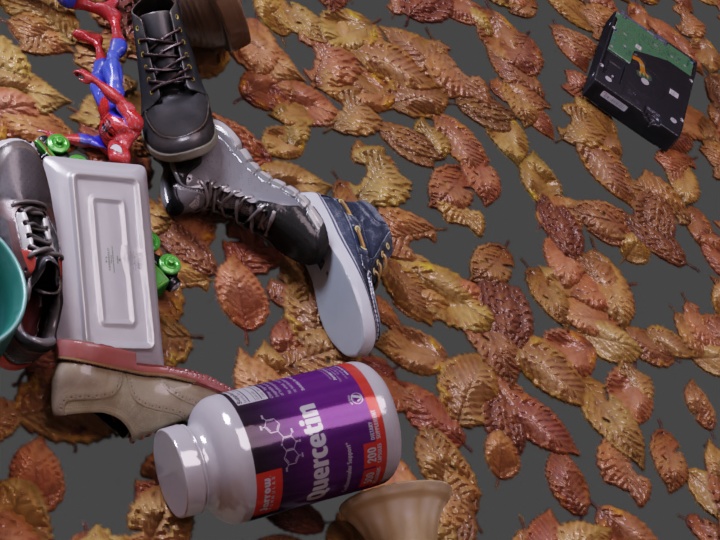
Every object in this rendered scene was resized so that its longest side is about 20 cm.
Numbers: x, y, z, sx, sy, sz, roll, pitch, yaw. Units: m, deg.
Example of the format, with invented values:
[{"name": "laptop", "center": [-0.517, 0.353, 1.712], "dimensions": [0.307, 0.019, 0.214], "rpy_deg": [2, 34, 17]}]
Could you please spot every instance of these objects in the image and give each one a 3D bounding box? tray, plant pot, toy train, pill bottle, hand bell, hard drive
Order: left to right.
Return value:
[{"name": "toy train", "center": [-0.248, -0.048, 1.637], "dimensions": [0.200, 0.042, 0.056], "rpy_deg": [46, 50, 9]}, {"name": "tray", "center": [-0.227, -0.006, 1.567], "dimensions": [0.107, 0.022, 0.201], "rpy_deg": [4, 73, -38]}, {"name": "plant pot", "center": [-0.201, -0.313, 1.853], "dimensions": [0.092, 0.201, 0.201], "rpy_deg": [-27, 65, -6]}, {"name": "pill bottle", "center": [-0.072, 0.152, 1.502], "dimensions": [0.199, 0.113, 0.113], "rpy_deg": [-13, 59, -25]}, {"name": "hand bell", "center": [0.049, 0.294, 1.520], "dimensions": [0.104, 0.104, 0.201], "rpy_deg": [5, 62, -34]}, {"name": "hard drive", "center": [0.373, -0.255, 2.320], "dimensions": [0.139, 0.038, 0.200], "rpy_deg": [33, 40, -8]}]

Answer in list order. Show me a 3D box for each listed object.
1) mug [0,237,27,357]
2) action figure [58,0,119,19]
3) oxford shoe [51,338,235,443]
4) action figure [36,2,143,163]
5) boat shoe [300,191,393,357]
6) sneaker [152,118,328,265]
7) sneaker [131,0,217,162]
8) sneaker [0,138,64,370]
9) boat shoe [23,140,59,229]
[{"name": "mug", "center": [-0.368, 0.043, 1.394], "dimensions": [0.152, 0.115, 0.185], "rpy_deg": [46, 40, 9]}, {"name": "action figure", "center": [-0.336, -0.331, 1.786], "dimensions": [0.199, 0.099, 0.066], "rpy_deg": [11, 45, -26]}, {"name": "oxford shoe", "center": [-0.185, 0.117, 1.522], "dimensions": [0.199, 0.070, 0.075], "rpy_deg": [19, 77, -33]}, {"name": "action figure", "center": [-0.272, -0.184, 1.729], "dimensions": [0.099, 0.065, 0.201], "rpy_deg": [13, 44, -37]}, {"name": "boat shoe", "center": [0.000, 0.000, 1.754], "dimensions": [0.090, 0.071, 0.201], "rpy_deg": [1, 50, -32]}, {"name": "sneaker", "center": [-0.132, -0.061, 1.723], "dimensions": [0.200, 0.075, 0.115], "rpy_deg": [42, 43, 21]}, {"name": "sneaker", "center": [-0.195, -0.193, 1.731], "dimensions": [0.074, 0.107, 0.200], "rpy_deg": [-15, 36, -7]}, {"name": "sneaker", "center": [-0.278, -0.018, 1.491], "dimensions": [0.077, 0.082, 0.201], "rpy_deg": [2, 80, -42]}, {"name": "boat shoe", "center": [-0.339, -0.036, 1.532], "dimensions": [0.200, 0.075, 0.093], "rpy_deg": [-36, 95, -39]}]
